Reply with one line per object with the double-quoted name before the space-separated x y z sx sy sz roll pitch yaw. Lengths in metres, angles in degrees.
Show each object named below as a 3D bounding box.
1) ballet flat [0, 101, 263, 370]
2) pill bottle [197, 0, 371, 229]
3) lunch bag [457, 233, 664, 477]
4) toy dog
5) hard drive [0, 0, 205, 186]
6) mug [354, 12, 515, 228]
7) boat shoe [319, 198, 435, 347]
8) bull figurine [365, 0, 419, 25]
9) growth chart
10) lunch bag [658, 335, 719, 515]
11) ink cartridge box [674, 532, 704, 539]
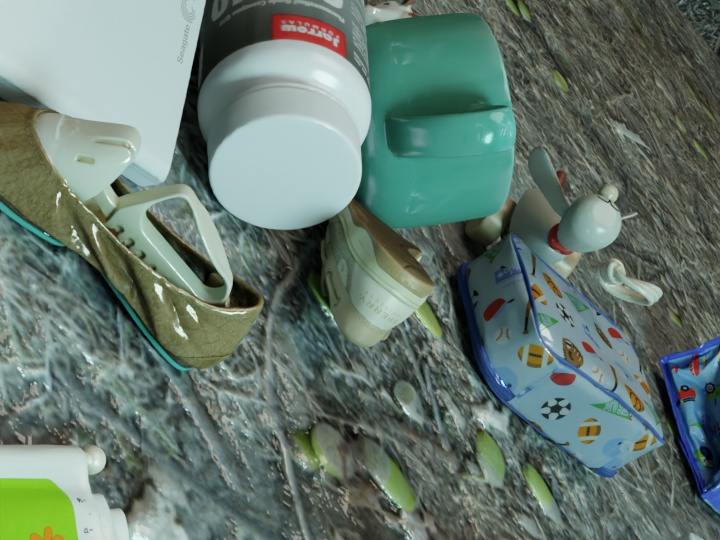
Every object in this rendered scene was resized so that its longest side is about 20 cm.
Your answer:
"ballet flat" -0.123 -0.029 0.816 0.200 0.072 0.068 47 24 -22
"pill bottle" -0.050 -0.131 1.051 0.114 0.114 0.200 40 31 -36
"lunch bag" 0.163 0.069 1.293 0.200 0.076 0.160 41 23 -34
"toy dog" 0.174 -0.049 1.325 0.132 0.096 0.200 38 -14 -32
"hard drive" -0.166 -0.148 0.874 0.200 0.027 0.132 35 57 -48
"mug" 0.036 -0.113 1.148 0.185 0.114 0.152 109 -30 -65
"boat shoe" 0.000 0.000 1.055 0.072 0.065 0.200 36 7 -14
"bull figurine" 0.072 -0.163 1.440 0.200 0.065 0.121 49 26 -14
"growth chart" -0.111 0.154 0.656 0.200 0.018 0.145 60 22 11
"lunch bag" 0.383 0.188 1.597 0.151 0.094 0.200 44 34 -36
"ink cartridge box" 0.122 0.246 0.780 0.085 0.200 0.145 32 31 -39
